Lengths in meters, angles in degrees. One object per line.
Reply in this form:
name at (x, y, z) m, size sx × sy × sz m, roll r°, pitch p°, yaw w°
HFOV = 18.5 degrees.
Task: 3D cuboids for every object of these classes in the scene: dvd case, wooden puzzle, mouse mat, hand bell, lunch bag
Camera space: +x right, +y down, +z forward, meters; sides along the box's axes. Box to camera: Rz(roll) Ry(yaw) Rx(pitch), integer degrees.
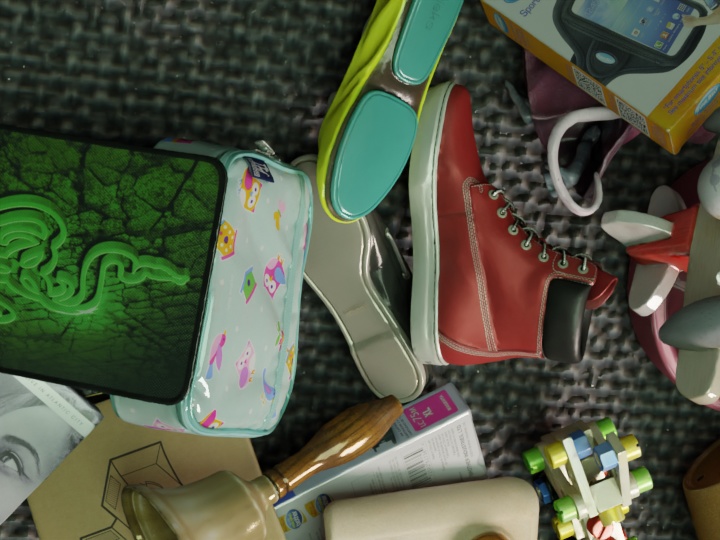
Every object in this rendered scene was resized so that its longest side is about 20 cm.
dvd case at (-0.295, 0.123, 1.499) m, size 0.200 × 0.016 × 0.149 m, roll -46°, pitch 110°, yaw 2°
wooden puzzle at (0.056, 0.257, 1.578) m, size 0.185 × 0.046 × 0.201 m, roll -4°, pitch 97°, yaw -34°
mouse mat at (-0.188, -0.007, 1.431) m, size 0.199 × 0.008 × 0.162 m, roll 9°, pitch 88°, yaw 19°
hand bell at (-0.053, 0.143, 1.513) m, size 0.200 × 0.104 × 0.104 m, roll -30°, pitch 113°, yaw -23°
lunch bag at (-0.093, 0.011, 1.489) m, size 0.160 × 0.077 × 0.201 m, roll 15°, pitch 84°, yaw -63°

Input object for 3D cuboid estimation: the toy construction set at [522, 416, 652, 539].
toy construction set at (0.176, 0.198, 1.653) m, size 0.092 × 0.131 × 0.201 m, roll -8°, pitch 107°, yaw -14°

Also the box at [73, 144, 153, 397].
box at (-0.220, 0.012, 1.524) m, size 0.199 × 0.049 × 0.160 m, roll -12°, pitch 106°, yaw -14°

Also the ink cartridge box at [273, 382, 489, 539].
ink cartridge box at (-0.003, 0.171, 1.618) m, size 0.199 × 0.042 × 0.120 m, roll -28°, pitch 136°, yaw -10°

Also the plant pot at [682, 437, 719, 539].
plant pot at (0.341, 0.217, 1.699) m, size 0.186 × 0.186 × 0.200 m, roll -39°, pitch 100°, yaw -4°

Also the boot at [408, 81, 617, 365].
boot at (0.109, -0.034, 1.555) m, size 0.144 × 0.072 × 0.201 m, roll -2°, pitch 91°, yaw 18°

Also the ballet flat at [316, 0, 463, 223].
ballet flat at (0.012, -0.128, 1.537) m, size 0.067 × 0.067 × 0.201 m, roll 27°, pitch 84°, yaw -38°

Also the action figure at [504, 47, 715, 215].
action figure at (0.207, -0.140, 1.568) m, size 0.199 × 0.149 × 0.134 m, roll -22°, pitch 105°, yaw 4°

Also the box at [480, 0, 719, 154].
box at (0.177, -0.182, 1.524) m, size 0.119 × 0.200 × 0.041 m, roll -47°, pitch 155°, yaw -8°

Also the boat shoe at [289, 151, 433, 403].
boat shoe at (0.000, 0.000, 1.592) m, size 0.067 × 0.057 × 0.201 m, roll -15°, pitch 109°, yaw 25°

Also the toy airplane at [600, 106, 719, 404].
toy airplane at (0.251, -0.034, 1.482) m, size 0.199 × 0.200 × 0.141 m, roll -38°, pitch 142°, yaw 4°

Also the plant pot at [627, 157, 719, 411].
plant pot at (0.319, 0.026, 1.623) m, size 0.199 × 0.179 × 0.201 m, roll -5°, pitch 108°, yaw -17°

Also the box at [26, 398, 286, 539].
box at (-0.139, 0.181, 1.543) m, size 0.163 × 0.021 × 0.201 m, roll -19°, pitch 75°, yaw -4°
